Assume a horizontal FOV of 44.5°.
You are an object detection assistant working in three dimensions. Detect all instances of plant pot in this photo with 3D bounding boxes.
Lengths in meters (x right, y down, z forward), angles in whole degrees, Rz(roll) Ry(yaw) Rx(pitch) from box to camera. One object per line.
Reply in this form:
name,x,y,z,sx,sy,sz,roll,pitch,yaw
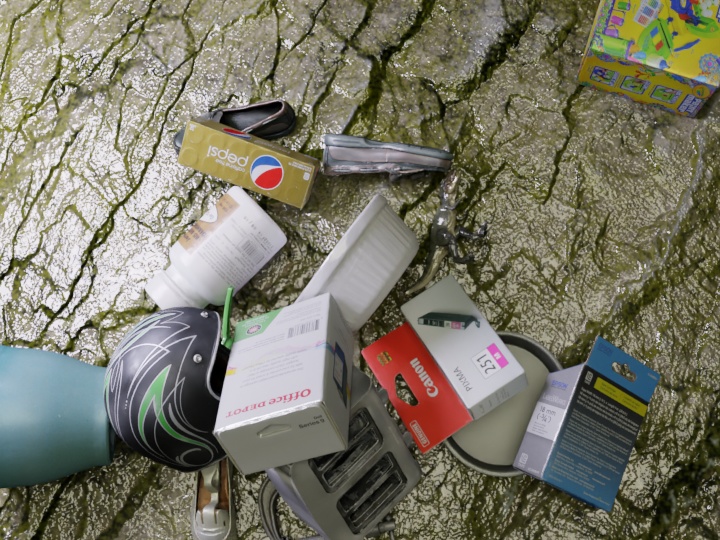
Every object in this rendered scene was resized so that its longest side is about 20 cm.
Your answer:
plant pot,-0.436,0.202,1.223,0.185,0.200,0.204,1,78,-11

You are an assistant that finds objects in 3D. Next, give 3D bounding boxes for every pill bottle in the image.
pill bottle,-0.213,-0.015,1.281,0.114,0.114,0.200,44,84,11

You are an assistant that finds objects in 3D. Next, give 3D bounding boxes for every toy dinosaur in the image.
toy dinosaur,0.134,-0.046,1.293,0.087,0.047,0.203,12,73,25

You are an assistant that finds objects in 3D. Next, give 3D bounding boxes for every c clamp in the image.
c clamp,-0.046,0.351,1.237,0.196,0.027,0.174,-6,78,2

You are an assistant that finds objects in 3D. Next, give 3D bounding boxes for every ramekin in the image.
ramekin,0.000,0.000,1.227,0.094,0.202,0.203,37,83,-1

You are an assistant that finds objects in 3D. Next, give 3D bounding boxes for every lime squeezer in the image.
lime squeezer,-0.177,0.126,1.269,0.070,0.038,0.203,-14,102,39

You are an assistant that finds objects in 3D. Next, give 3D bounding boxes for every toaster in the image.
toaster,-0.035,0.242,1.156,0.199,0.118,0.182,-39,120,-20

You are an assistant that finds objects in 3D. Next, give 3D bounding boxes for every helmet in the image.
helmet,-0.244,0.150,1.168,0.199,0.200,0.192,-37,117,-4

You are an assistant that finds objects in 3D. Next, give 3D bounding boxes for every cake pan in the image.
cake pan,0.199,0.189,1.248,0.196,0.037,0.204,-1,78,4

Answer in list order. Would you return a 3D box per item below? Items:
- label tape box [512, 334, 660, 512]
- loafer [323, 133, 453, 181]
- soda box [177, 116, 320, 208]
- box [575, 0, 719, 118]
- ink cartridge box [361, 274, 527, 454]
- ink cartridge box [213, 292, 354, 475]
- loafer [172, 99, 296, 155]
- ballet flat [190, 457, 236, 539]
label tape box,0.308,0.203,1.190,0.143,0.063,0.203,29,80,-29
loafer,0.040,-0.162,1.319,0.197,0.072,0.064,11,101,13
soda box,-0.164,-0.161,1.299,0.197,0.064,0.069,20,107,1
box,0.445,-0.364,1.301,0.190,0.122,0.203,19,80,8
ink cartridge box,0.108,0.125,1.225,0.172,0.044,0.201,-32,51,-3
ink cartridge box,-0.090,0.139,1.096,0.143,0.088,0.201,-18,33,14
loafer,-0.198,-0.226,1.349,0.197,0.063,0.073,-15,76,1
ballet flat,-0.212,0.318,1.238,0.066,0.062,0.204,-4,78,3
